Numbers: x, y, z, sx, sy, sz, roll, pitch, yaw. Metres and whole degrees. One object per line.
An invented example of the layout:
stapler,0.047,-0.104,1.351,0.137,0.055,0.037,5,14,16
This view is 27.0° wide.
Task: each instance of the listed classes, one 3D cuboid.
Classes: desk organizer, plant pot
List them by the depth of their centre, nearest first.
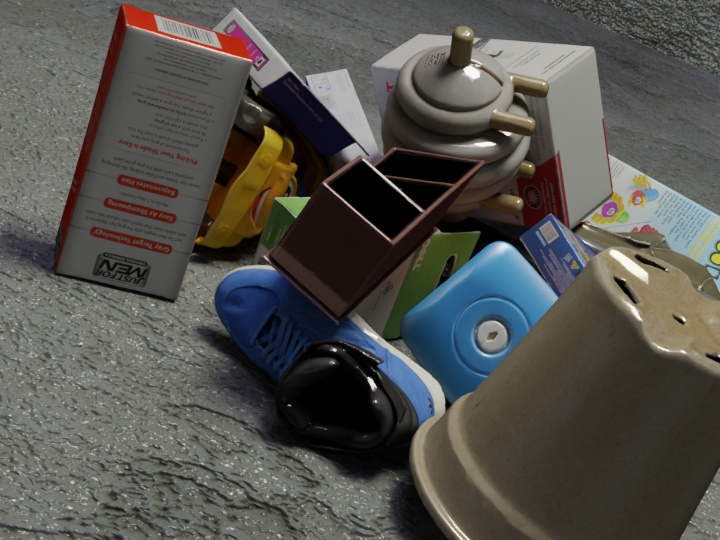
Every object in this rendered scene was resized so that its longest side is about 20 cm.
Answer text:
plant pot,0.161,0.096,0.970,0.199,0.184,0.201,25,25,-13
desk organizer,0.016,-0.045,1.100,0.072,0.077,0.200,41,31,4

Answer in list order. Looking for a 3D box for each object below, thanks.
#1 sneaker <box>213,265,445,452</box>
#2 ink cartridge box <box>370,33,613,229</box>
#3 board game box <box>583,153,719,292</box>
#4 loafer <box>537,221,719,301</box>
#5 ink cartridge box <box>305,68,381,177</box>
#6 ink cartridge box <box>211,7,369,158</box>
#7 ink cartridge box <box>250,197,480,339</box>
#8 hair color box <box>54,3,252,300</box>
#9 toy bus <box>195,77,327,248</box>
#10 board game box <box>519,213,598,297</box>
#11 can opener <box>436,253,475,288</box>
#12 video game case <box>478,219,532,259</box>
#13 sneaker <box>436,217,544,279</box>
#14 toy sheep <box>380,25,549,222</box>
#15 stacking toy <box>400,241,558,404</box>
sneaker,-0.040,0.060,1.060,0.199,0.077,0.111,36,15,19
ink cartridge box,0.117,-0.127,1.356,0.199,0.146,0.084,12,35,41
board game box,0.298,-0.017,1.502,0.199,0.105,0.103,35,-7,32
loafer,0.245,0.000,1.372,0.198,0.075,0.070,24,47,-20
ink cartridge box,-0.010,-0.093,1.361,0.044,0.095,0.201,-10,37,-6
ink cartridge box,-0.063,-0.158,1.310,0.095,0.037,0.200,45,2,-35
ink cartridge box,0.000,0.000,1.213,0.199,0.105,0.059,-3,32,-48
hair color box,-0.159,-0.087,1.135,0.100,0.202,0.061,14,21,-19
toy bus,-0.098,-0.091,1.341,0.191,0.136,0.200,25,15,-41
board game box,0.213,0.059,1.212,0.135,0.034,0.201,32,26,-55
can opener,0.044,-0.020,1.386,0.066,0.053,0.200,4,24,-42
video game case,0.128,-0.111,1.459,0.022,0.202,0.181,-29,37,-33
sneaker,0.100,-0.018,1.420,0.198,0.060,0.104,24,16,-2
toy sheep,0.081,-0.119,1.235,0.136,0.201,0.139,2,43,-2
stacking toy,0.104,0.046,1.236,0.110,0.116,0.200,50,3,-1
